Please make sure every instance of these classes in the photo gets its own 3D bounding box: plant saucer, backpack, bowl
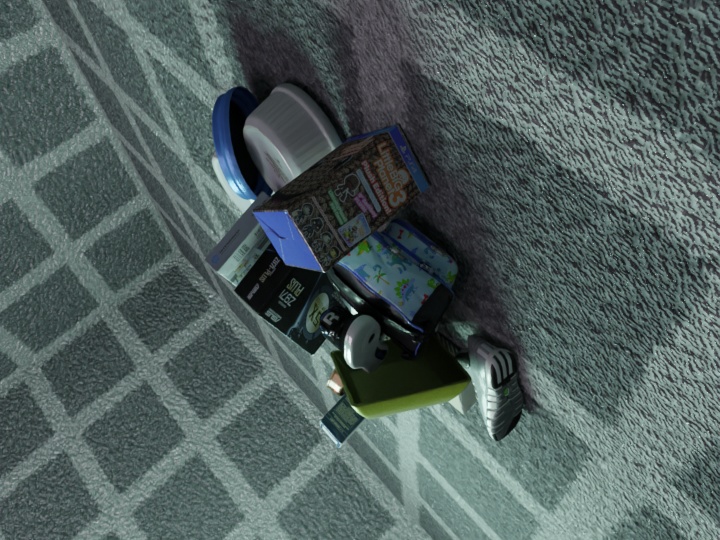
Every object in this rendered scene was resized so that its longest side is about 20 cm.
[{"bbox_3d":[0.062,0.178,1.051,0.200,0.194,0.049,-127,28,-68],"label":"plant saucer"},{"bbox_3d":[0.047,0.012,0.981,0.198,0.148,0.184,36,165,11],"label":"backpack"},{"bbox_3d":[-0.209,-0.226,1.148,0.200,0.038,0.207,-9,-89,-75],"label":"bowl"}]

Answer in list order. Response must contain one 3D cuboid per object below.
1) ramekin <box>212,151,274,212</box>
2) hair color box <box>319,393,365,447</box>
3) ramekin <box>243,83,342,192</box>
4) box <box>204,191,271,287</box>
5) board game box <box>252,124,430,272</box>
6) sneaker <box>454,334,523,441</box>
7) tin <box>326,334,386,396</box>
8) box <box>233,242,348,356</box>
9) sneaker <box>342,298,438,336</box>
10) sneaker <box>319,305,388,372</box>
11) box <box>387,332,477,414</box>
[{"bbox_3d":[-0.242,-0.204,1.383,0.202,0.094,0.204,45,161,20],"label":"ramekin"},{"bbox_3d":[0.010,0.239,1.200,0.060,0.200,0.100,43,164,10],"label":"hair color box"},{"bbox_3d":[-0.113,-0.198,1.056,0.202,0.094,0.204,45,160,21],"label":"ramekin"},{"bbox_3d":[-0.180,-0.033,1.155,0.041,0.157,0.200,37,174,25],"label":"box"},{"bbox_3d":[-0.031,-0.101,0.889,0.098,0.199,0.158,57,160,-18],"label":"board game box"},{"bbox_3d":[0.209,0.184,1.059,0.115,0.074,0.204,39,148,46],"label":"sneaker"},{"bbox_3d":[0.005,0.152,1.201,0.041,0.201,0.113,35,147,7],"label":"tin"},{"bbox_3d":[-0.109,0.037,1.165,0.086,0.165,0.200,34,171,38],"label":"box"},{"bbox_3d":[0.041,0.059,1.144,0.195,0.081,0.129,24,168,-17],"label":"sneaker"},{"bbox_3d":[-0.026,0.093,0.964,0.111,0.074,0.201,35,168,20],"label":"sneaker"},{"bbox_3d":[0.140,0.170,1.184,0.199,0.068,0.083,37,158,38],"label":"box"}]
